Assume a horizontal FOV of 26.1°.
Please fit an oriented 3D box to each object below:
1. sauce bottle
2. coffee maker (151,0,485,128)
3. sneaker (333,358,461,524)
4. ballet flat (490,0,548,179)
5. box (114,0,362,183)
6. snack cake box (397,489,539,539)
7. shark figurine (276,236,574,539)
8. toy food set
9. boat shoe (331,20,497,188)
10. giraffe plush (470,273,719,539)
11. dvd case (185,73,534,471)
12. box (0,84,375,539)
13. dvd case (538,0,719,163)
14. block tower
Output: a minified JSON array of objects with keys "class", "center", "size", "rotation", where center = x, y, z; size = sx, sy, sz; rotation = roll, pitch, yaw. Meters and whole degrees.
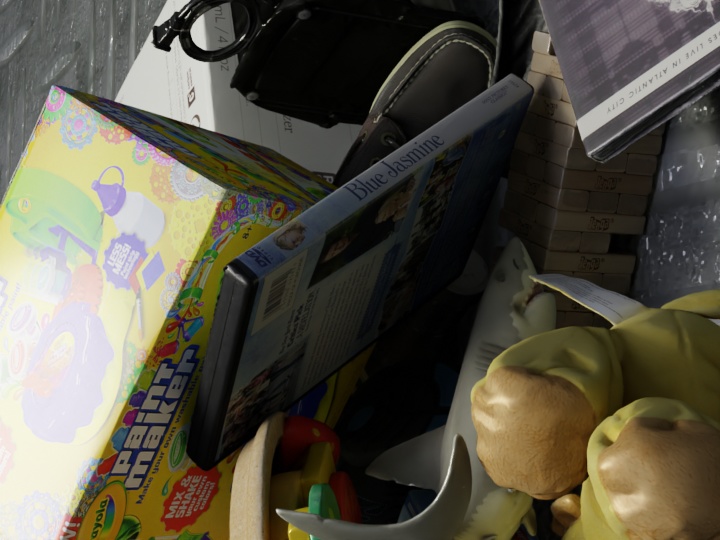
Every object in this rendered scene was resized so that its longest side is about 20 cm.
[{"class":"sauce bottle","center":[0.017,0.057,0.937],"size":[0.200,0.066,0.066],"rotation":[120,145,-43]},{"class":"coffee maker","center":[-0.034,-0.205,0.936],"size":[0.135,0.192,0.200],"rotation":[-33,55,27]},{"class":"sneaker","center":[0.014,0.108,0.890],"size":[0.200,0.082,0.073],"rotation":[-24,22,52]},{"class":"ballet flat","center":[0.089,-0.145,0.819],"size":[0.066,0.057,0.200],"rotation":[-21,68,62]},{"class":"box","center":[-0.081,-0.075,1.087],"size":[0.200,0.130,0.199],"rotation":[132,136,-52]},{"class":"snack cake box","center":[0.070,0.220,0.795],"size":[0.200,0.067,0.115],"rotation":[-121,42,-51]},{"class":"shark figurine","center":[0.035,0.088,0.681],"size":[0.215,0.089,0.128],"rotation":[-54,-45,-57]},{"class":"toy food set","center":[-0.017,0.165,0.724],"size":[0.198,0.049,0.200],"rotation":[-77,-23,-74]},{"class":"boat shoe","center":[0.021,-0.046,0.885],"size":[0.201,0.072,0.066],"rotation":[-58,8,15]},{"class":"giraffe plush","center":[0.120,0.105,0.619],"size":[0.200,0.172,0.163],"rotation":[-135,44,-66]},{"class":"dvd case","center":[0.000,0.000,0.739],"size":[0.018,0.200,0.143],"rotation":[40,141,18]},{"class":"box","center":[-0.097,0.035,0.794],"size":[0.122,0.193,0.200],"rotation":[31,101,29]},{"class":"dvd case","center":[0.139,-0.167,0.704],"size":[0.149,0.016,0.200],"rotation":[-34,52,32]},{"class":"block tower","center":[0.103,-0.015,0.774],"size":[0.058,0.054,0.200],"rotation":[-149,65,-62]}]
